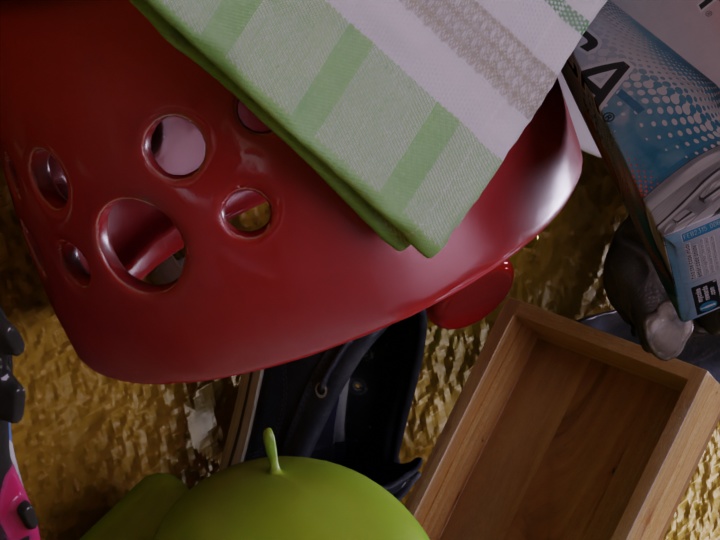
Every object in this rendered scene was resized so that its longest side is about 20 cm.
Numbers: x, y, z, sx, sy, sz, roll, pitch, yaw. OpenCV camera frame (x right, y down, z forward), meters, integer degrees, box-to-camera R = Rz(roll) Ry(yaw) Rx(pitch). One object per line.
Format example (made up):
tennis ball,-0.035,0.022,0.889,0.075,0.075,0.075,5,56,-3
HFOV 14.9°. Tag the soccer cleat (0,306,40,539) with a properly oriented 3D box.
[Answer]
soccer cleat,-0.156,0.073,0.954,0.070,0.086,0.201,-28,137,-39

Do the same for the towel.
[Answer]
towel,0.022,-0.125,0.892,0.149,0.031,0.200,42,72,-21

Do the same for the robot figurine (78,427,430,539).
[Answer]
robot figurine,-0.035,0.152,1.022,0.115,0.175,0.200,-25,147,-41

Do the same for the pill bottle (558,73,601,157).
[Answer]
pill bottle,0.093,-0.132,1.115,0.115,0.114,0.200,60,8,-33

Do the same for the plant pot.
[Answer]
plant pot,-0.039,-0.084,0.975,0.200,0.200,0.183,-38,117,-41

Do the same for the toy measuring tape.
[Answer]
toy measuring tape,0.000,0.000,1.140,0.199,0.073,0.074,-17,106,-31

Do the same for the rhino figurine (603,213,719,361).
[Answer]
rhino figurine,0.155,-0.058,1.123,0.060,0.087,0.201,22,90,-15

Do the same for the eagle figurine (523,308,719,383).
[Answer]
eagle figurine,0.180,-0.005,1.224,0.152,0.199,0.151,-75,167,-50

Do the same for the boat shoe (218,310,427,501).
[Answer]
boat shoe,-0.014,0.082,1.090,0.074,0.062,0.201,-22,130,-47

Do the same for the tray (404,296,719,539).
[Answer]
tray,0.063,0.120,1.127,0.201,0.098,0.037,-64,147,-9

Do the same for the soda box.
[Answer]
soda box,0.100,-0.086,0.955,0.064,0.068,0.200,66,2,-58
